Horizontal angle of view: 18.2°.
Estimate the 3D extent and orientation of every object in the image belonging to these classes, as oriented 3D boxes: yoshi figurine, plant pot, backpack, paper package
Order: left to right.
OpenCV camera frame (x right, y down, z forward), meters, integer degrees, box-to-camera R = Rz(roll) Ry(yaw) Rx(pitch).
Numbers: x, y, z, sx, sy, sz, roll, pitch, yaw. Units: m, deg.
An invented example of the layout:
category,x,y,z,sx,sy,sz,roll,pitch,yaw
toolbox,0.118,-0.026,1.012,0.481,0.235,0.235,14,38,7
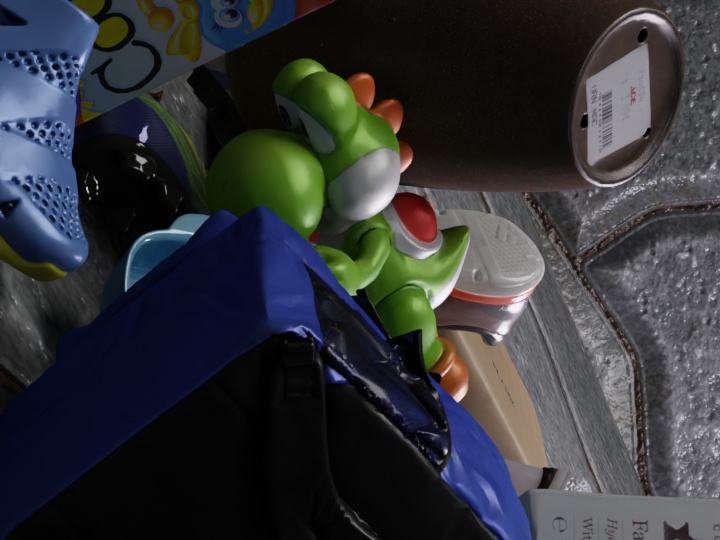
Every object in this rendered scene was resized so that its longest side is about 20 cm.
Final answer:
category,x,y,z,sx,sy,sz,roll,pitch,yaw
backpack,-0.023,0.086,0.896,0.200,0.162,0.168,45,21,-26
yoshi figurine,-0.020,-0.009,1.128,0.112,0.112,0.201,-63,142,-44
paper package,0.048,0.080,1.564,0.201,0.103,0.191,61,10,-22
plant pot,0.063,-0.115,1.174,0.200,0.187,0.187,24,-21,40

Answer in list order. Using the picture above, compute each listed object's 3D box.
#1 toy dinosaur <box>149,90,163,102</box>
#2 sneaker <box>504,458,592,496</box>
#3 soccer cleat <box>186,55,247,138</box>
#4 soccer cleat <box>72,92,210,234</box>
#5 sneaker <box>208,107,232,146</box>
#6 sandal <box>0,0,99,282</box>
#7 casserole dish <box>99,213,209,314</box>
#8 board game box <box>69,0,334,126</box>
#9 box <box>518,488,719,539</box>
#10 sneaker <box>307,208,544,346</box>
category,x,y,z,sx,sy,sz,roll,pitch,yaw
toy dinosaur,-0.171,-0.191,1.238,0.182,0.105,0.200,54,-31,10
sneaker,0.085,0.182,1.466,0.075,0.115,0.200,-54,158,-35
soccer cleat,-0.014,-0.076,1.315,0.200,0.086,0.070,47,4,-24
soccer cleat,-0.091,-0.035,1.195,0.200,0.064,0.084,52,28,-49
sneaker,-0.041,-0.040,1.454,0.121,0.083,0.200,50,15,-26
sandal,-0.152,-0.092,0.971,0.079,0.087,0.201,40,30,-72
casserole dish,-0.067,0.074,1.015,0.121,0.039,0.201,11,62,-46
board game box,-0.095,-0.161,1.088,0.103,0.199,0.105,61,10,-26
box,0.126,0.228,1.124,0.200,0.130,0.200,116,-25,-69
sneaker,0.000,0.000,1.270,0.077,0.199,0.082,-66,172,-48
